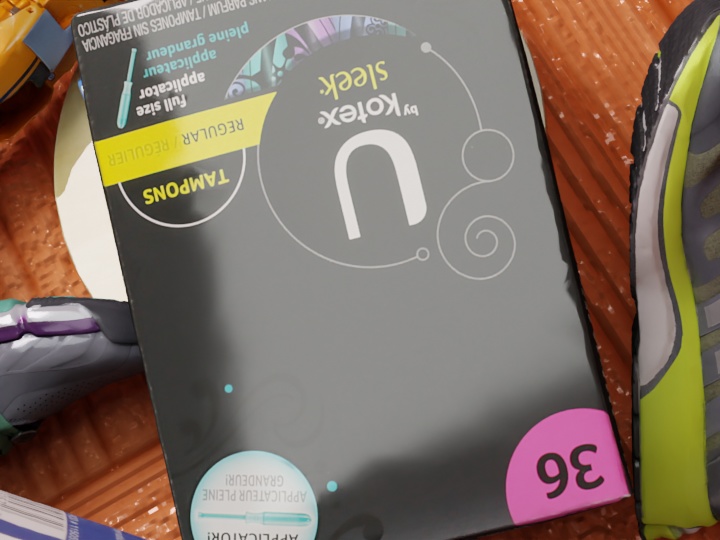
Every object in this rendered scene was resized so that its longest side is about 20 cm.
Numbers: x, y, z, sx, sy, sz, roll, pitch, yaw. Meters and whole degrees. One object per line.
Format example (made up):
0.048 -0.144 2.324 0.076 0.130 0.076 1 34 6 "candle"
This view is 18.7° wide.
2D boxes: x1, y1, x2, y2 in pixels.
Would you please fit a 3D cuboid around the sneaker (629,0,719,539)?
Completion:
0.133 0.000 0.753 0.080 0.201 0.074 -1 27 7 "sneaker"

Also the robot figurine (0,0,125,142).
-0.193 -0.069 0.879 0.200 0.058 0.145 -47 45 -12 "robot figurine"

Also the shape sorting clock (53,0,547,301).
-0.025 -0.047 0.865 0.198 0.039 0.202 -2 80 9 "shape sorting clock"

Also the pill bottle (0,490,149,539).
-0.062 0.141 0.661 0.199 0.111 0.112 20 70 -12 "pill bottle"

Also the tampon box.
0.000 0.000 0.768 0.149 0.126 0.202 -15 83 5 "tampon box"

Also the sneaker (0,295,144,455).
-0.162 0.067 0.836 0.198 0.074 0.088 -12 76 17 "sneaker"
